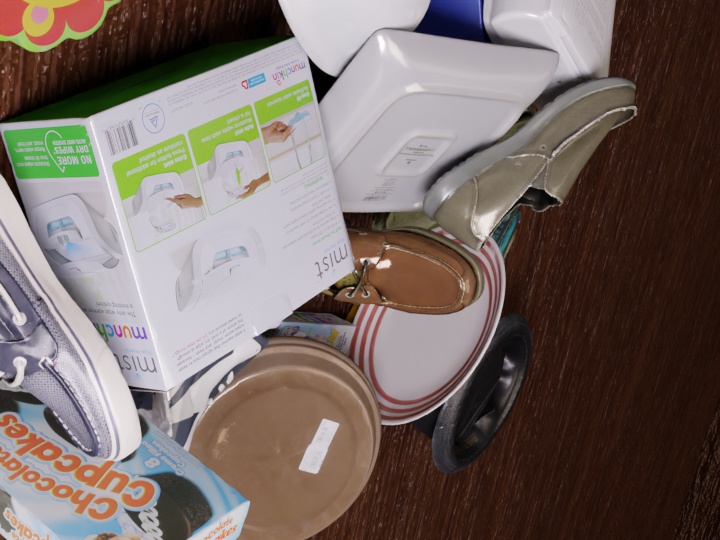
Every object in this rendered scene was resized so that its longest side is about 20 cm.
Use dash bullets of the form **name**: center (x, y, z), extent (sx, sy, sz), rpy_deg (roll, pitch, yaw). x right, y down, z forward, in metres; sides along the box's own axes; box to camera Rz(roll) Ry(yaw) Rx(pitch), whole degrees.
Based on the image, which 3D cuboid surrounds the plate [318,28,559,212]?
- **plate**: center (0.038, -0.100, 0.915), extent (0.198, 0.033, 0.200), rpy_deg (-4, 149, -42)

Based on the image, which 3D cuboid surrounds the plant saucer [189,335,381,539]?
- **plant saucer**: center (-0.072, 0.153, 1.005), extent (0.198, 0.029, 0.202), rpy_deg (-7, 111, -18)

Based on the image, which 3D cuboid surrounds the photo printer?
- **photo printer**: center (0.164, -0.254, 0.983), extent (0.166, 0.069, 0.202), rpy_deg (38, 56, -56)

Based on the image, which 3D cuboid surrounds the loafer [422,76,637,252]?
- **loafer**: center (0.146, -0.082, 0.949), extent (0.199, 0.070, 0.075), rpy_deg (-34, 168, -4)

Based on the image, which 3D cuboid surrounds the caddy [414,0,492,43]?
- **caddy**: center (0.077, -0.235, 1.010), extent (0.141, 0.104, 0.202), rpy_deg (-31, 119, -58)

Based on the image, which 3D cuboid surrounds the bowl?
- **bowl**: center (0.009, -0.243, 0.823), extent (0.201, 0.089, 0.204), rpy_deg (-6, 90, -67)

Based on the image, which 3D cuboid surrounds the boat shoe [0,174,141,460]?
- **boat shoe**: center (-0.212, 0.040, 0.681), extent (0.092, 0.074, 0.201), rpy_deg (-35, 97, -36)

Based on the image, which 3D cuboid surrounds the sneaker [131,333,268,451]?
- **sneaker**: center (-0.125, 0.083, 0.924), extent (0.129, 0.079, 0.201), rpy_deg (-15, 113, -46)

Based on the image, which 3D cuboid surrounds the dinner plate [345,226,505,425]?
- **dinner plate**: center (0.061, 0.050, 1.077), extent (0.024, 0.200, 0.202), rpy_deg (31, 83, -31)

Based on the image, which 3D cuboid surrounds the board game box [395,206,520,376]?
- **board game box**: center (0.098, 0.033, 1.175), extent (0.201, 0.028, 0.135), rpy_deg (-60, 169, -8)

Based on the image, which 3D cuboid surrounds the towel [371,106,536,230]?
- **towel**: center (0.079, -0.089, 1.081), extent (0.147, 0.037, 0.200), rpy_deg (-22, 160, -11)

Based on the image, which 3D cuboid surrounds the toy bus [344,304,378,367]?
- **toy bus**: center (0.037, 0.041, 1.190), extent (0.201, 0.065, 0.078), rpy_deg (-59, 154, -15)

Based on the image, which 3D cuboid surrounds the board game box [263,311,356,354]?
- **board game box**: center (-0.082, 0.136, 1.087), extent (0.134, 0.034, 0.202), rpy_deg (7, 104, -61)

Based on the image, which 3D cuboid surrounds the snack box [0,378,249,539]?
- **snack box**: center (-0.180, 0.121, 0.730), extent (0.116, 0.199, 0.037), rpy_deg (-26, 142, -51)

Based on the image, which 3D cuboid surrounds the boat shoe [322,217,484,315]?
- **boat shoe**: center (0.000, 0.000, 0.951), extent (0.068, 0.198, 0.073), rpy_deg (-28, 125, -53)

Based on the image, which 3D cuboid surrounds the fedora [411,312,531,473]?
- **fedora**: center (0.114, 0.127, 1.357), extent (0.200, 0.091, 0.202), rpy_deg (-40, 142, -41)

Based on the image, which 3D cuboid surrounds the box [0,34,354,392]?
- **box**: center (-0.109, -0.044, 0.785), extent (0.200, 0.096, 0.178), rpy_deg (-34, 118, -46)

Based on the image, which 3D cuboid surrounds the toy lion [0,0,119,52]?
- **toy lion**: center (-0.163, -0.231, 0.659), extent (0.191, 0.068, 0.202), rpy_deg (-32, 137, -36)
